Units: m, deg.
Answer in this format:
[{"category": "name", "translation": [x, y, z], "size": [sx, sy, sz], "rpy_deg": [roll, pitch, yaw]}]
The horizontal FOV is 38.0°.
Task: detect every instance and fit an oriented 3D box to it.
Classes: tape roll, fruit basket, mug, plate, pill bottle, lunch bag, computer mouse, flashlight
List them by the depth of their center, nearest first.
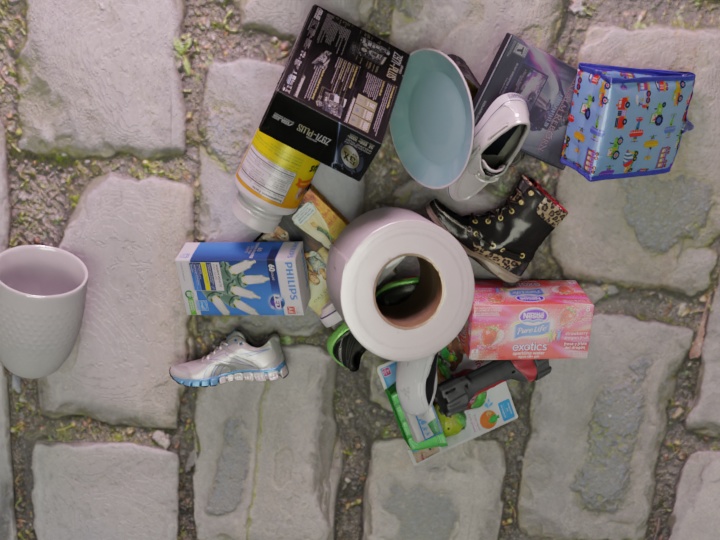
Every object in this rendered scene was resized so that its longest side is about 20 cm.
[{"category": "plate", "translation": [0.108, -0.221, 1.521], "size": [0.025, 0.199, 0.204], "rpy_deg": [-13, 117, -32]}, {"category": "tape roll", "translation": [0.055, 0.017, 1.533], "size": [0.198, 0.139, 0.207], "rpy_deg": [-2, 102, -11]}, {"category": "lunch bag", "translation": [0.413, -0.219, 1.547], "size": [0.196, 0.094, 0.153], "rpy_deg": [-2, 115, -21]}, {"category": "pill bottle", "translation": [-0.120, -0.162, 1.571], "size": [0.108, 0.110, 0.202], "rpy_deg": [26, 111, -10]}, {"category": "computer mouse", "translation": [0.091, 0.126, 1.653], "size": [0.108, 0.044, 0.204], "rpy_deg": [-3, 75, 38]}, {"category": "mug", "translation": [-0.534, 0.062, 1.663], "size": [0.198, 0.147, 0.178], "rpy_deg": [29, 122, 22]}, {"category": "flashlight", "translation": [0.212, 0.177, 1.689], "size": [0.197, 0.068, 0.069], "rpy_deg": [-24, 92, -18]}, {"category": "fruit basket", "translation": [0.147, 0.206, 1.727], "size": [0.197, 0.094, 0.188], "rpy_deg": [-21, 103, 0]}]

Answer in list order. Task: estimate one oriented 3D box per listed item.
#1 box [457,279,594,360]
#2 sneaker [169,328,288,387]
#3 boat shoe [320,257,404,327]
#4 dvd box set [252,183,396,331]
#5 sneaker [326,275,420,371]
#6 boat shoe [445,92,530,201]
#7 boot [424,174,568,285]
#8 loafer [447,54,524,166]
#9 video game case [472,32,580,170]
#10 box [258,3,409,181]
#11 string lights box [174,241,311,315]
[{"category": "box", "translation": [0.258, 0.078, 1.656], "size": [0.196, 0.103, 0.096], "rpy_deg": [0, 112, -7]}, {"category": "sneaker", "translation": [-0.220, 0.140, 1.726], "size": [0.196, 0.075, 0.088], "rpy_deg": [-7, 102, -2]}, {"category": "boat shoe", "translation": [0.000, 0.000, 1.623], "size": [0.066, 0.072, 0.200], "rpy_deg": [44, 99, -11]}, {"category": "dvd box set", "translation": [-0.060, -0.018, 1.672], "size": [0.146, 0.029, 0.200], "rpy_deg": [-41, 106, 16]}, {"category": "sneaker", "translation": [0.036, 0.084, 1.661], "size": [0.200, 0.076, 0.084], "rpy_deg": [-44, 76, 19]}, {"category": "boat shoe", "translation": [0.180, -0.161, 1.502], "size": [0.072, 0.066, 0.201], "rpy_deg": [6, 138, -20]}, {"category": "boot", "translation": [0.212, -0.085, 1.618], "size": [0.199, 0.073, 0.151], "rpy_deg": [36, 108, -15]}, {"category": "loafer", "translation": [0.178, -0.228, 1.559], "size": [0.073, 0.073, 0.200], "rpy_deg": [-40, 107, 15]}, {"category": "video game case", "translation": [0.258, -0.244, 1.535], "size": [0.197, 0.019, 0.145], "rpy_deg": [18, 107, -30]}, {"category": "box", "translation": [-0.034, -0.253, 1.477], "size": [0.162, 0.202, 0.086], "rpy_deg": [25, 140, -10]}, {"category": "string lights box", "translation": [-0.183, 0.012, 1.647], "size": [0.196, 0.059, 0.104], "rpy_deg": [0, 120, 13]}]
